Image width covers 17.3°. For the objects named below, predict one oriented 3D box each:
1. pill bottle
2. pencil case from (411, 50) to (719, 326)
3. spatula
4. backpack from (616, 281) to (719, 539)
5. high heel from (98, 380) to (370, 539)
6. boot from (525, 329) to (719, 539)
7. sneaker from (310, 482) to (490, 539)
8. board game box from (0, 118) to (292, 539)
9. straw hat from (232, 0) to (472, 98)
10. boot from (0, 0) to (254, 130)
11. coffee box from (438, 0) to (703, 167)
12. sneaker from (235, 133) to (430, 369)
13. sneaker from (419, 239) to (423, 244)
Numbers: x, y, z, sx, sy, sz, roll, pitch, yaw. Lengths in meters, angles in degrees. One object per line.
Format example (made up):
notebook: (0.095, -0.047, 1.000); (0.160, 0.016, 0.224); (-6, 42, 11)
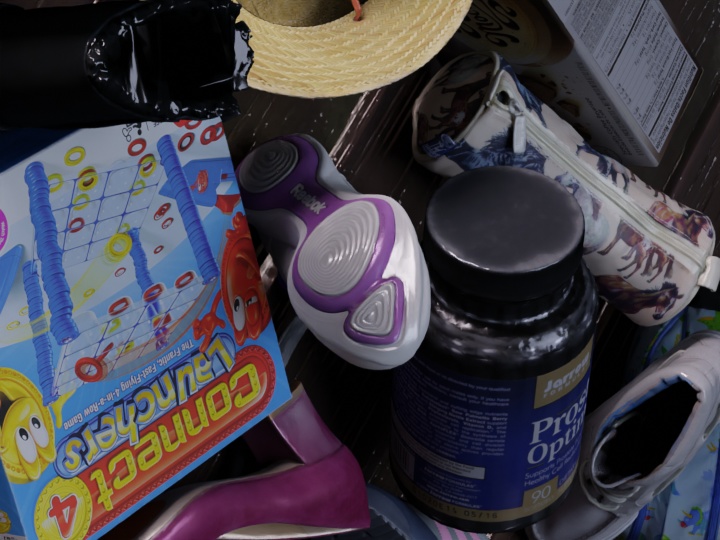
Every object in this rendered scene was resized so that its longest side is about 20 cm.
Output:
pill bottle: (0.073, 0.043, 1.311); (0.112, 0.112, 0.200); (-45, 151, -37)
pencil case: (0.124, -0.047, 1.406); (0.200, 0.089, 0.078); (36, 80, -20)
spatula: (-0.044, 0.054, 1.324); (0.057, 0.021, 0.200); (26, 78, -33)
backpack: (0.228, 0.098, 1.559); (0.163, 0.154, 0.200); (-72, 154, -87)
high heel: (-0.073, 0.149, 1.255); (0.200, 0.067, 0.096); (-42, 108, -42)
boot: (0.155, 0.116, 1.457); (0.200, 0.074, 0.096); (-52, 166, 27)
sneaker: (0.035, 0.164, 1.413); (0.200, 0.070, 0.082); (49, 40, -43)
board game box: (-0.137, 0.019, 1.185); (0.200, 0.056, 0.196); (-35, 120, -42)
straw hat: (-0.032, -0.158, 1.257); (0.201, 0.201, 0.085); (-60, 177, -26)
boot: (-0.159, -0.091, 1.062); (0.198, 0.162, 0.073); (-9, 101, -49)
coffee box: (0.106, -0.153, 1.405); (0.200, 0.113, 0.080); (50, 58, -42)
sneaker: (0.000, 0.000, 1.241); (0.075, 0.200, 0.100); (-36, 124, 2)
sneaker: (0.093, 0.011, 1.453); (0.116, 0.075, 0.200); (-63, 146, -29)
